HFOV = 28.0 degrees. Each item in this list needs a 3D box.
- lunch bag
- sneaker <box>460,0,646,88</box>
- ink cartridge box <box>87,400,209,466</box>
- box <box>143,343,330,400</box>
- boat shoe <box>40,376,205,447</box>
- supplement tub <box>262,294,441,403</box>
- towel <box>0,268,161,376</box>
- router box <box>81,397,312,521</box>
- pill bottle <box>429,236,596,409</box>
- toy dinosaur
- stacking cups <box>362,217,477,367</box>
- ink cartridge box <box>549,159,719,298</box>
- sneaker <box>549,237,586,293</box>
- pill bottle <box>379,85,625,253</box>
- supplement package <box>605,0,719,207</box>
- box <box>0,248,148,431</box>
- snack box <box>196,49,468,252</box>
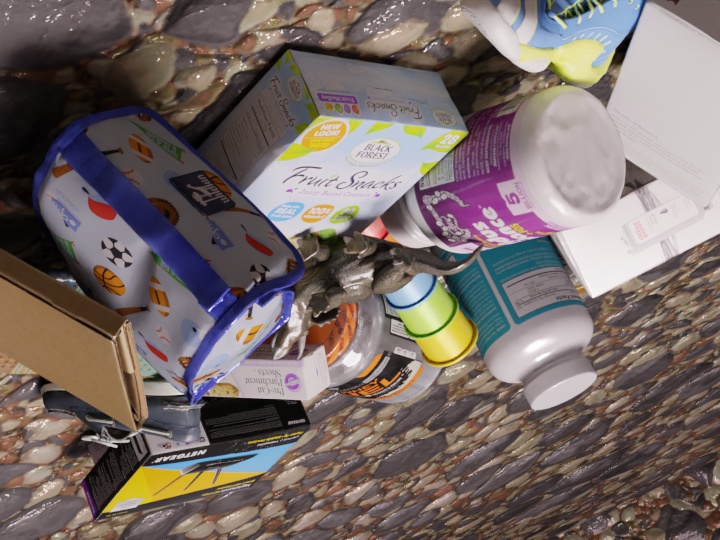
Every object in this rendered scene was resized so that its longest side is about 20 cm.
[{"bbox_3d":[-0.130,-0.014,0.979,0.124,0.170,0.200,-44,173,-9],"label":"lunch bag"},{"bbox_3d":[0.151,-0.201,1.075,0.105,0.076,0.200,-48,158,19],"label":"sneaker"},{"bbox_3d":[-0.196,0.191,1.590,0.119,0.042,0.200,-32,154,13],"label":"ink cartridge box"},{"bbox_3d":[-0.121,0.090,1.314,0.199,0.042,0.039,0,-163,32],"label":"box"},{"bbox_3d":[-0.217,0.128,1.310,0.199,0.062,0.075,-5,178,35],"label":"boat shoe"},{"bbox_3d":[-0.008,0.058,1.390,0.122,0.123,0.200,-33,156,19],"label":"supplement tub"},{"bbox_3d":[-0.195,0.042,1.164,0.199,0.022,0.147,5,144,-41],"label":"towel"},{"bbox_3d":[-0.170,0.191,1.503,0.199,0.051,0.149,-6,150,-39],"label":"router box"},{"bbox_3d":[0.152,0.030,1.392,0.110,0.201,0.111,-21,157,-9],"label":"pill bottle"},{"bbox_3d":[0.000,0.000,1.182,0.199,0.077,0.102,-26,173,4],"label":"toy dinosaur"},{"bbox_3d":[0.034,0.003,1.307,0.060,0.061,0.200,-30,125,11],"label":"stacking cups"},{"bbox_3d":[0.271,-0.073,1.359,0.199,0.083,0.147,-28,-161,4],"label":"ink cartridge box"},{"bbox_3d":[0.202,-0.012,1.492,0.075,0.088,0.200,2,153,-47],"label":"sneaker"},{"bbox_3d":[0.106,-0.074,1.174,0.112,0.113,0.200,-5,174,-40],"label":"pill bottle"},{"bbox_3d":[0.284,-0.166,1.164,0.117,0.117,0.200,-49,166,-22],"label":"supplement package"},{"bbox_3d":[-0.242,0.030,1.018,0.021,0.200,0.164,-57,168,-25],"label":"box"},{"bbox_3d":[-0.043,-0.078,1.128,0.168,0.068,0.200,0,146,-46],"label":"snack box"}]
